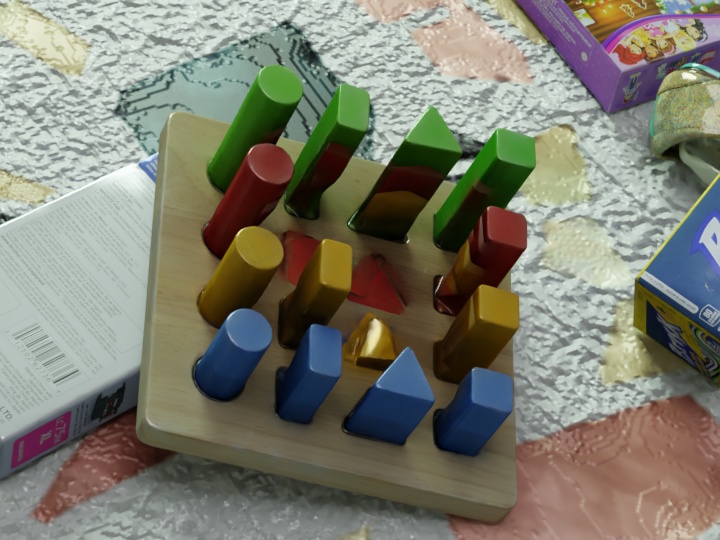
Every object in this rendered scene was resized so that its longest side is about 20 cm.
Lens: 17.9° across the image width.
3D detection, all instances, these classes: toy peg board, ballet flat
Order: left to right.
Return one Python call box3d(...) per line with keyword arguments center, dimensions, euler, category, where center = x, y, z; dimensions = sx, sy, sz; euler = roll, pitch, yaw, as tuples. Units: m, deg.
box3d(center=(0.000, 0.000, 1.156), dimensions=(0.199, 0.098, 0.200), euler=(14, 52, -16), category="toy peg board")
box3d(center=(0.261, -0.056, 1.326), dimensions=(0.199, 0.071, 0.071), euler=(22, 49, 7), category="ballet flat")

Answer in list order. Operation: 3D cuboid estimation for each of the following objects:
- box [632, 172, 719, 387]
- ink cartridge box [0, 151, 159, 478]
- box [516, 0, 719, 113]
box3d(center=(0.232, -0.038, 1.248), dimensions=(0.064, 0.070, 0.200), euler=(35, 74, 18), category="box")
box3d(center=(-0.139, 0.016, 1.189), dimensions=(0.199, 0.042, 0.119), euler=(-29, 61, -29), category="ink cartridge box")
box3d(center=(0.201, -0.183, 1.433), dimensions=(0.199, 0.039, 0.137), euler=(-20, 57, -26), category="box")
